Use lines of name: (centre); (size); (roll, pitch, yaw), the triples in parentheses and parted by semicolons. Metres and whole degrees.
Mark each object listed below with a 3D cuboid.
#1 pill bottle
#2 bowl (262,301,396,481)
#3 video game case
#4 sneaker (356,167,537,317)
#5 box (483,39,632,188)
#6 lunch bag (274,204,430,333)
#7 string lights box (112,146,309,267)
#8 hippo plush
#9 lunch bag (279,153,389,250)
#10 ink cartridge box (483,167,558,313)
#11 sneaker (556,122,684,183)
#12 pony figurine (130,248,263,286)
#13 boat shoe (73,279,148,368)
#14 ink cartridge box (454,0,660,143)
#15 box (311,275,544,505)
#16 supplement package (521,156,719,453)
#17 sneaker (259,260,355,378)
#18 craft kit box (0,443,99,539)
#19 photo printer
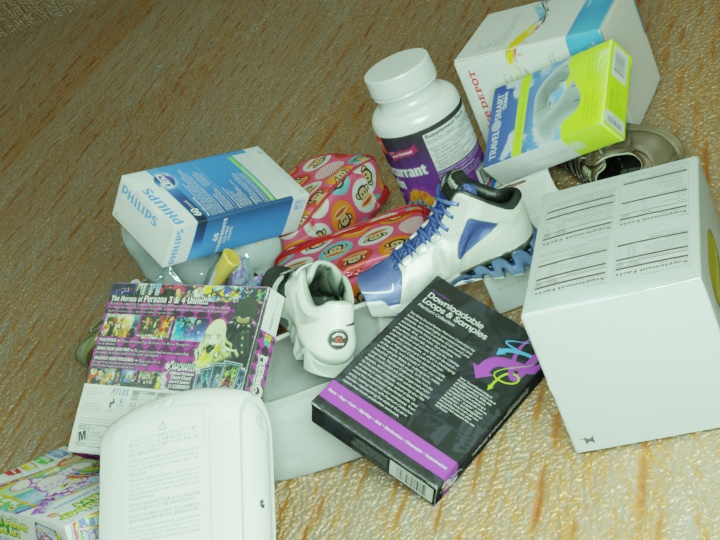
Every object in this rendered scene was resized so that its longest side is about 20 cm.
pill bottle: (0.080, -0.160, 1.580); (0.111, 0.200, 0.112); (-21, 26, 11)
bowl: (-0.025, 0.109, 1.326); (0.199, 0.075, 0.200); (-21, 28, 11)
video game case: (-0.181, 0.102, 1.281); (0.199, 0.036, 0.182); (0, 69, 31)
sneaker: (0.084, -0.039, 1.322); (0.199, 0.115, 0.081); (-20, 27, -1)
box: (0.219, -0.179, 1.526); (0.200, 0.048, 0.122); (-19, 50, 44)
lunch bag: (0.000, 0.000, 1.487); (0.199, 0.082, 0.176); (-19, 23, 10)
string lights box: (-0.168, -0.076, 1.492); (0.200, 0.059, 0.103); (-18, 51, -42)
hippo plush: (-0.185, -0.009, 1.555); (0.160, 0.159, 0.200); (16, 72, 36)
lunch bag: (-0.078, -0.074, 1.700); (0.176, 0.082, 0.200); (2, 38, 45)
ink cartridge box: (0.180, -0.037, 1.436); (0.109, 0.050, 0.200); (-21, 25, 8)
sneaker: (0.271, -0.132, 1.506); (0.076, 0.071, 0.200); (-42, 30, -29)
pony figurine: (-0.173, 0.075, 1.416); (0.200, 0.166, 0.193); (-50, 31, 30)
boat shoe: (-0.275, 0.053, 1.658); (0.201, 0.073, 0.063); (-46, 36, -21)
ink cartridge box: (0.250, -0.252, 1.660); (0.199, 0.147, 0.146); (-7, 32, 32)
box: (0.071, 0.105, 1.215); (0.143, 0.036, 0.200); (32, 56, 22)
supplement package: (0.242, 0.028, 1.142); (0.150, 0.152, 0.200); (-14, 28, 22)
sneaker: (-0.045, 0.023, 1.297); (0.074, 0.089, 0.200); (2, 22, -24)
craft kit box: (-0.268, 0.218, 1.305); (0.197, 0.049, 0.200); (4, 19, 41)
photo printer: (-0.154, 0.205, 1.157); (0.166, 0.069, 0.201); (-16, 64, 24)
